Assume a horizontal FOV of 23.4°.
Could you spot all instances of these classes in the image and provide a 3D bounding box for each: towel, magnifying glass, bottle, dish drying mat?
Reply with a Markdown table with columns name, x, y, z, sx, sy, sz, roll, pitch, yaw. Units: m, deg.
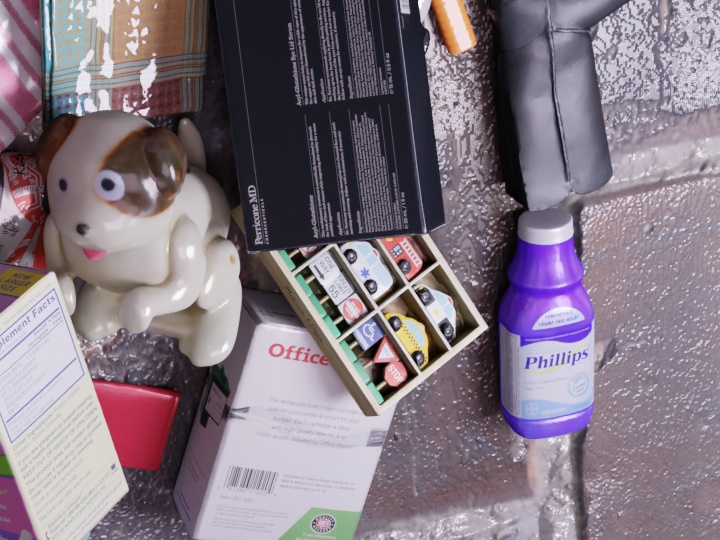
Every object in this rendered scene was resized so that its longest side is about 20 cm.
| name | x | y | z | sx | sy | sz | roll | pitch | yaw |
| --- | --- | --- | --- | --- | --- | --- | --- | --- | --- |
| towel | -0.284 | -0.151 | 1.239 | 0.200 | 0.030 | 0.147 | -47 | 123 | -20 |
| magnifying glass | 0.049 | -0.261 | 1.355 | 0.079 | 0.022 | 0.201 | -26 | 120 | -7 |
| towel | -0.170 | -0.204 | 1.274 | 0.146 | 0.022 | 0.202 | -14 | 118 | -35 |
| bottle | 0.162 | 0.046 | 1.510 | 0.083 | 0.065 | 0.202 | -10 | 116 | -15 |
| dish drying mat | -0.250 | 0.118 | 1.418 | 0.198 | 0.018 | 0.077 | 10 | 110 | -25 |

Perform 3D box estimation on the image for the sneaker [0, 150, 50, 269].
| name | x | y | z | sx | sy | sz | roll | pitch | yaw |
| --- | --- | --- | --- | --- | --- | --- | --- | --- | --- |
| sneaker | -0.293 | 0.003 | 1.322 | 0.107 | 0.067 | 0.203 | 9 | 106 | -23 |

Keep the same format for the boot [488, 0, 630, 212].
| name | x | y | z | sx | sy | sz | roll | pitch | yaw |
| --- | --- | --- | --- | --- | --- | --- | --- | --- | --- |
| boot | 0.188 | -0.161 | 1.425 | 0.163 | 0.066 | 0.202 | -13 | 114 | -5 |

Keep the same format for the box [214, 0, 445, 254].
| name | x | y | z | sx | sy | sz | roll | pitch | yaw |
| --- | --- | --- | --- | --- | --- | --- | --- | --- | --- |
| box | -0.022 | -0.122 | 1.284 | 0.140 | 0.079 | 0.202 | -6 | 95 | 14 |

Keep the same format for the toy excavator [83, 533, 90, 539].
| name | x | y | z | sx | sy | sz | roll | pitch | yaw |
| --- | --- | --- | --- | --- | --- | --- | --- | --- | --- |
| toy excavator | -0.221 | 0.273 | 1.442 | 0.199 | 0.195 | 0.100 | 28 | 103 | 0 |

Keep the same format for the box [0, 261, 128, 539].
| name | x | y | z | sx | sy | sz | roll | pitch | yaw |
| --- | --- | --- | --- | --- | --- | --- | --- | --- | --- |
| box | -0.287 | 0.096 | 1.266 | 0.097 | 0.175 | 0.201 | -45 | 134 | -42 |

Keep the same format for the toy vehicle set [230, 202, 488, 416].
| name | x | y | z | sx | sy | sz | roll | pitch | yaw |
| --- | --- | --- | --- | --- | --- | --- | --- | --- | --- |
| toy vehicle set | 0.000 | 0.000 | 1.388 | 0.124 | 0.026 | 0.201 | -38 | 99 | -24 |

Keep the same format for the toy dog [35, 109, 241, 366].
| name | x | y | z | sx | sy | sz | roll | pitch | yaw |
| --- | --- | --- | --- | --- | --- | --- | --- | --- | --- |
| toy dog | -0.158 | -0.040 | 1.268 | 0.195 | 0.139 | 0.200 | -64 | 160 | -14 |

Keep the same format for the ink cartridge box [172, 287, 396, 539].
| name | x | y | z | sx | sy | sz | roll | pitch | yaw |
| --- | --- | --- | --- | --- | --- | --- | --- | --- | --- |
| ink cartridge box | -0.058 | 0.126 | 1.453 | 0.145 | 0.084 | 0.202 | 11 | 108 | -24 |

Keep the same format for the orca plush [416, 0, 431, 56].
| name | x | y | z | sx | sy | sz | roll | pitch | yaw |
| --- | --- | --- | --- | --- | --- | --- | --- | --- | --- |
| orca plush | 0.011 | -0.171 | 1.351 | 0.071 | 0.105 | 0.202 | -11 | 122 | -66 |
